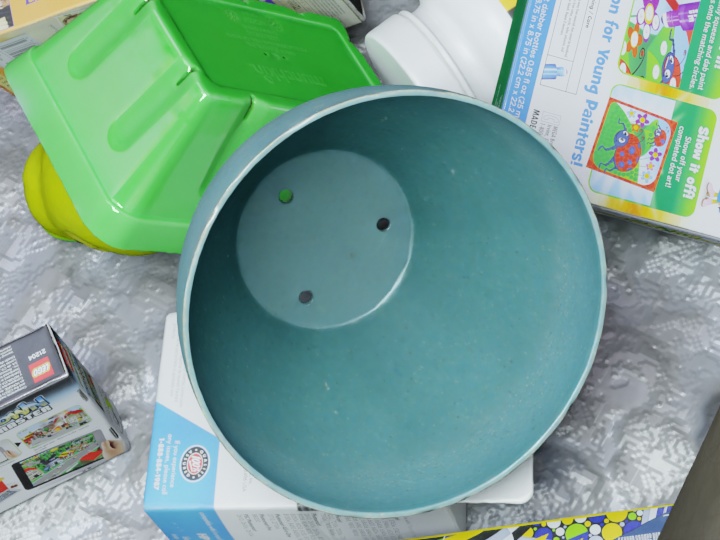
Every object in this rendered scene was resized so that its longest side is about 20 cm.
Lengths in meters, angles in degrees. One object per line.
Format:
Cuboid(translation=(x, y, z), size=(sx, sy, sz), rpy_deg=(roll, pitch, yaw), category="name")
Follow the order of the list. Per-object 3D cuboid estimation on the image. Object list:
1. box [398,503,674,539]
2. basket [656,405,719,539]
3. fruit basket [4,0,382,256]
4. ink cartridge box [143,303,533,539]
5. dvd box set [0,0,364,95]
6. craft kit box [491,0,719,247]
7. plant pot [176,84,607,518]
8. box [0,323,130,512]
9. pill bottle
Cuboid(translation=(0.080, 0.166, 0.928), size=(0.200, 0.070, 0.064), rpy_deg=(-8, 62, 8), category="box")
Cuboid(translation=(0.199, 0.118, 0.782), size=(0.180, 0.200, 0.136), rpy_deg=(27, 55, 0), category="basket")
Cuboid(translation=(-0.105, -0.056, 1.032), size=(0.215, 0.216, 0.156), rpy_deg=(-30, 62, -4), category="fruit basket")
Cuboid(translation=(-0.004, 0.083, 0.987), size=(0.200, 0.068, 0.116), rpy_deg=(-2, 62, 11), category="ink cartridge box")
Cuboid(translation=(-0.112, -0.143, 1.057), size=(0.200, 0.146, 0.029), rpy_deg=(-18, 73, 14), category="dvd box set")
Cuboid(translation=(0.178, -0.119, 0.987), size=(0.197, 0.049, 0.200), rpy_deg=(15, 88, -5), category="craft kit box")
Cuboid(translation=(0.000, 0.000, 0.902), size=(0.200, 0.200, 0.135), rpy_deg=(-33, 22, -6), category="plant pot")
Cuboid(translation=(-0.232, 0.106, 1.001), size=(0.200, 0.110, 0.035), rpy_deg=(-26, 62, -2), category="box")
Cuboid(translation=(0.107, -0.152, 1.056), size=(0.200, 0.112, 0.112), rpy_deg=(-35, 62, -6), category="pill bottle")
